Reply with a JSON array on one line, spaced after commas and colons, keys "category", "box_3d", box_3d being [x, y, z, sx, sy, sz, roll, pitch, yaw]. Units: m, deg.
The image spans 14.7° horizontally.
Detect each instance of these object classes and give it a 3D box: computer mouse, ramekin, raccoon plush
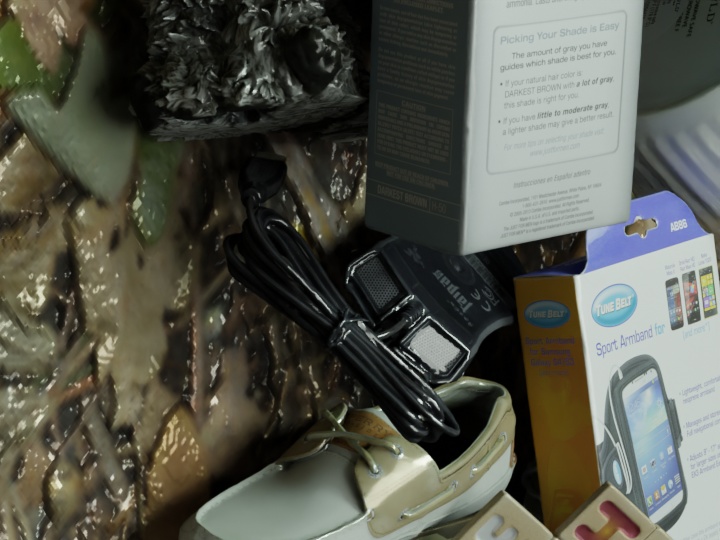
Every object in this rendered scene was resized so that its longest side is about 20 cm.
[{"category": "computer mouse", "box_3d": [0.000, 0.000, 1.222, 0.140, 0.046, 0.200, 46, 25, -5]}, {"category": "ramekin", "box_3d": [0.186, -0.115, 1.343, 0.105, 0.200, 0.200, 35, 66, -37]}, {"category": "raccoon plush", "box_3d": [-0.049, -0.124, 1.158, 0.200, 0.097, 0.134, 23, 58, -80]}]

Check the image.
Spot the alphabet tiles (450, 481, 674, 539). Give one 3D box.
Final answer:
[{"category": "alphabet tiles", "box_3d": [0.071, 0.192, 1.238, 0.200, 0.008, 0.167, -45, 115, 6]}]

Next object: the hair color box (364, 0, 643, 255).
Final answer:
[{"category": "hair color box", "box_3d": [0.060, -0.114, 1.112, 0.099, 0.061, 0.200, -11, 111, -41]}]

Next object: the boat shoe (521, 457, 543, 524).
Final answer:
[{"category": "boat shoe", "box_3d": [0.111, 0.111, 1.365, 0.062, 0.072, 0.200, -12, 91, -6]}]

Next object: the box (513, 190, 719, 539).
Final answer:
[{"category": "box", "box_3d": [0.127, 0.067, 1.291, 0.119, 0.041, 0.200, -15, 98, -50]}]

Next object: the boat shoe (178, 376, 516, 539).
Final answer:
[{"category": "boat shoe", "box_3d": [-0.005, 0.091, 1.194, 0.200, 0.075, 0.069, -17, 129, -53]}]
